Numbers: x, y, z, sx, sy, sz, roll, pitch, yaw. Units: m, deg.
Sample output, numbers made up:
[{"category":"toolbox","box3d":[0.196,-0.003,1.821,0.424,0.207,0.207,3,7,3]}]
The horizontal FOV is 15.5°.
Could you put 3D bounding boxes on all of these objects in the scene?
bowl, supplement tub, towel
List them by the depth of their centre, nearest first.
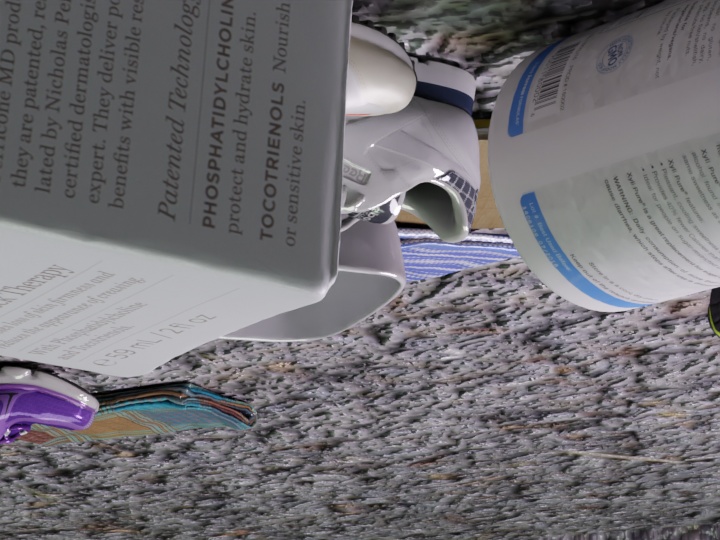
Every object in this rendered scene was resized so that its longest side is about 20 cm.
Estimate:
[{"category":"supplement tub","box3d":[0.166,-0.062,1.172,0.132,0.132,0.200,7,165,-41]},{"category":"bowl","box3d":[-0.087,-0.017,1.413,0.199,0.075,0.200,3,167,-15]},{"category":"towel","box3d":[0.000,0.000,1.623,0.145,0.024,0.200,2,171,-36]},{"category":"towel","box3d":[-0.201,0.123,2.177,0.200,0.022,0.147,-8,167,20]}]

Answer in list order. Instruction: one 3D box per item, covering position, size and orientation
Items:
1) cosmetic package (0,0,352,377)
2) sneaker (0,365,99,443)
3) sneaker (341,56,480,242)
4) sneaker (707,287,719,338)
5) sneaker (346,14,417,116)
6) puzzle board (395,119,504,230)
[{"category":"cosmetic package","box3d":[-0.128,-0.070,0.902,0.200,0.167,0.167,11,163,-26]},{"category":"sneaker","box3d":[-0.294,0.118,1.979,0.199,0.084,0.081,-5,168,0]},{"category":"sneaker","box3d":[-0.026,-0.061,1.238,0.200,0.081,0.076,5,167,-30]},{"category":"sneaker","box3d":[0.329,0.025,1.808,0.199,0.074,0.081,3,177,-5]},{"category":"sneaker","box3d":[-0.064,-0.064,1.130,0.199,0.094,0.070,5,168,-36]},{"category":"puzzle board","box3d":[0.063,-0.053,1.459,0.150,0.017,0.200,-2,167,-4]}]
